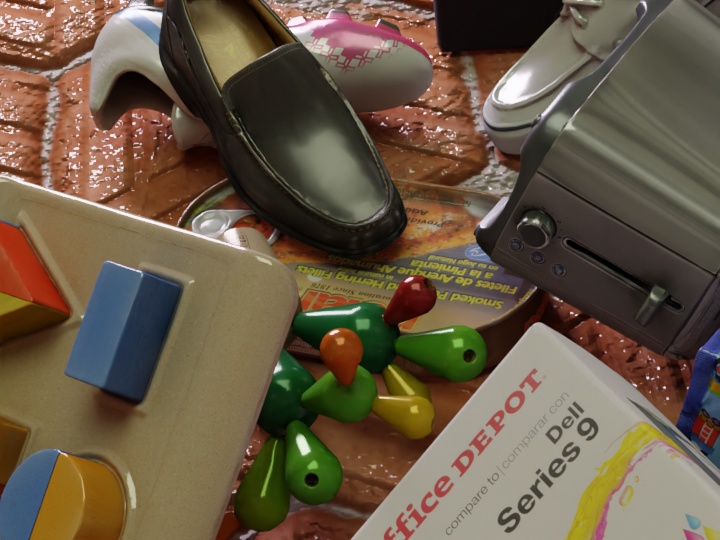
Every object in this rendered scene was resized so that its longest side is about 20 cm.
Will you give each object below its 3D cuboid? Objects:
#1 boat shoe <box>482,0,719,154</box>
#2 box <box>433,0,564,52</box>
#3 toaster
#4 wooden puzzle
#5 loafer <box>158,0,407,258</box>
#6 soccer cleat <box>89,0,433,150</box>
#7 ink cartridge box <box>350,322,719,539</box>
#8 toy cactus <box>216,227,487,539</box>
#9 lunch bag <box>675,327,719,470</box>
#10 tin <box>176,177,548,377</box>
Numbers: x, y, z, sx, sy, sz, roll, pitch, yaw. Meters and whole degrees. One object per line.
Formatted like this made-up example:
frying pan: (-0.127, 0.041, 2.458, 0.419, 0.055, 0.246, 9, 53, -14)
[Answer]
boat shoe: (0.140, -0.145, 1.219, 0.200, 0.065, 0.074, -39, 38, 5)
box: (0.138, -0.209, 1.297, 0.199, 0.123, 0.106, -3, 42, 5)
toaster: (0.156, -0.049, 1.105, 0.129, 0.114, 0.200, 35, 45, 7)
wooden puzzle: (-0.140, 0.059, 1.004, 0.199, 0.046, 0.186, 17, 85, 35)
loafer: (-0.047, -0.086, 1.157, 0.073, 0.072, 0.200, -32, 58, -19)
soccer cleat: (-0.059, -0.100, 1.257, 0.199, 0.070, 0.087, 7, 62, 16)
ink cartridge box: (0.099, 0.140, 0.896, 0.145, 0.087, 0.200, -49, 45, 6)
toy cactus: (-0.048, 0.041, 1.049, 0.199, 0.102, 0.165, -26, 45, 6)
lunch bag: (0.247, 0.045, 1.007, 0.150, 0.094, 0.200, 29, 46, 16)
tin: (0.000, 0.000, 1.148, 0.199, 0.042, 0.112, 10, 40, 19)
